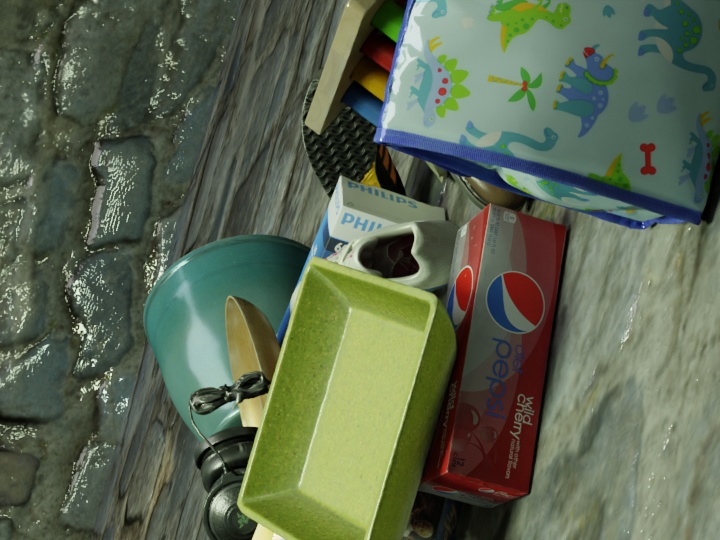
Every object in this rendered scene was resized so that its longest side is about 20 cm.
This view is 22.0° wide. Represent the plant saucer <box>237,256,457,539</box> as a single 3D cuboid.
[{"bbox_3d":[-0.002,0.104,1.325,0.199,0.048,0.201,17,92,61],"label":"plant saucer"}]

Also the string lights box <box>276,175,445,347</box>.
[{"bbox_3d":[-0.004,0.024,1.665,0.059,0.102,0.201,-93,22,-59],"label":"string lights box"}]

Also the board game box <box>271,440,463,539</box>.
[{"bbox_3d":[-0.010,0.242,1.391,0.035,0.135,0.201,19,-94,-61],"label":"board game box"}]

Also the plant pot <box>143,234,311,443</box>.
[{"bbox_3d":[-0.101,0.101,1.817,0.189,0.199,0.201,-108,34,-44],"label":"plant pot"}]

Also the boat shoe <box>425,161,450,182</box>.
[{"bbox_3d":[0.074,-0.122,1.613,0.063,0.074,0.201,-34,4,1],"label":"boat shoe"}]

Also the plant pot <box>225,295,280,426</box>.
[{"bbox_3d":[-0.081,0.118,1.615,0.200,0.027,0.201,167,90,-78],"label":"plant pot"}]

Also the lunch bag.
[{"bbox_3d":[0.119,-0.130,1.114,0.127,0.199,0.171,177,108,-76],"label":"lunch bag"}]

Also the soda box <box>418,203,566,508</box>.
[{"bbox_3d":[0.092,0.060,1.304,0.070,0.063,0.201,141,143,-65],"label":"soda box"}]

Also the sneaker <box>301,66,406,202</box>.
[{"bbox_3d":[-0.004,-0.101,1.720,0.090,0.070,0.201,-85,-23,-69],"label":"sneaker"}]

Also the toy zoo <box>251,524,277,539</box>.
[{"bbox_3d":[-0.053,0.262,1.483,0.200,0.020,0.132,18,-93,-60],"label":"toy zoo"}]

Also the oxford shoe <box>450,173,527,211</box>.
[{"bbox_3d":[0.093,-0.142,1.418,0.084,0.072,0.201,140,119,-68],"label":"oxford shoe"}]

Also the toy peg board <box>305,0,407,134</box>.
[{"bbox_3d":[0.063,-0.208,1.573,0.200,0.098,0.199,-50,-7,-27],"label":"toy peg board"}]

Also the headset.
[{"bbox_3d":[-0.085,0.169,1.502,0.124,0.093,0.201,-107,-5,-55],"label":"headset"}]

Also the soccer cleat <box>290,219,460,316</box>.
[{"bbox_3d":[0.000,0.000,1.543,0.199,0.086,0.070,-23,66,36],"label":"soccer cleat"}]
